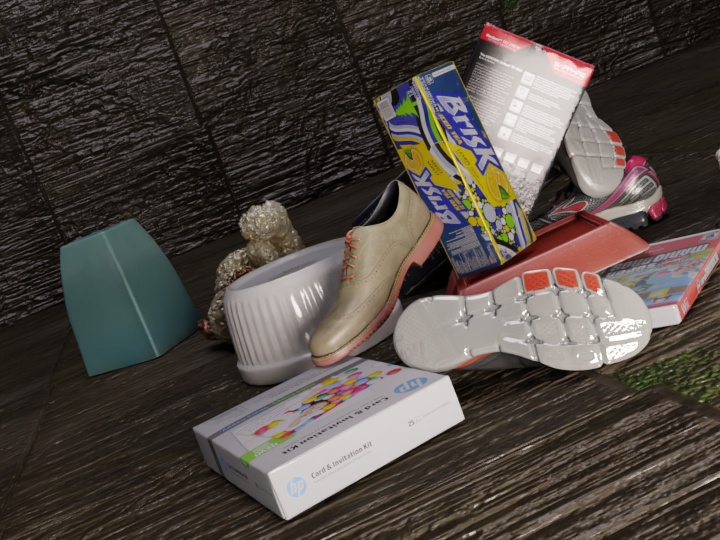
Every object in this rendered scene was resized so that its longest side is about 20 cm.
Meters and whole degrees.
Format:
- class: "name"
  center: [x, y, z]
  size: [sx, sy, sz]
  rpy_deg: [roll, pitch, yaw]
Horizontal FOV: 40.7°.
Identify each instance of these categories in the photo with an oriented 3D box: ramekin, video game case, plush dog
- class: "ramekin"
  center: [-0.059, 0.039, 1.096]
  size: [0.200, 0.105, 0.200]
  rpy_deg: [-20, 10, 3]
- class: "video game case"
  center: [0.238, 0.013, 0.861]
  size: [0.143, 0.018, 0.200]
  rpy_deg: [-14, 12, 36]
- class: "plush dog"
  center: [-0.141, 0.032, 1.316]
  size: [0.172, 0.160, 0.200]
  rpy_deg: [-47, -5, -37]

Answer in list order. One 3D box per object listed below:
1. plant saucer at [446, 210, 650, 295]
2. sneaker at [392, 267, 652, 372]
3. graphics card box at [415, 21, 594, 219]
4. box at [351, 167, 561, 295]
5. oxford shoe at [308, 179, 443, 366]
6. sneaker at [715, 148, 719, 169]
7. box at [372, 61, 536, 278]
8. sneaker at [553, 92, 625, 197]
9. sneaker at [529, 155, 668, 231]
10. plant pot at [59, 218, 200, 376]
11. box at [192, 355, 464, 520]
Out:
- class: "plant saucer"
  center: [0.175, -0.008, 0.991]
  size: [0.199, 0.037, 0.200]
  rpy_deg: [-25, 7, 6]
- class: "sneaker"
  center: [0.130, 0.044, 0.769]
  size: [0.199, 0.077, 0.082]
  rpy_deg: [-3, -11, 22]
- class: "graphics card box"
  center: [0.149, -0.143, 1.026]
  size: [0.125, 0.201, 0.051]
  rpy_deg: [22, 8, 0]
- class: "box"
  center: [0.129, -0.098, 1.211]
  size: [0.198, 0.123, 0.200]
  rpy_deg: [-42, -6, 41]
- class: "oxford shoe"
  center: [0.000, 0.000, 0.906]
  size: [0.070, 0.075, 0.200]
  rpy_deg: [-10, 39, 49]
- class: "sneaker"
  center: [0.367, -0.089, 0.911]
  size: [0.076, 0.081, 0.200]
  rpy_deg: [-40, -5, 29]
- class: "box"
  center: [0.094, -0.100, 0.966]
  size: [0.064, 0.201, 0.070]
  rpy_deg: [-20, 8, 46]
- class: "sneaker"
  center: [0.239, -0.140, 1.109]
  size: [0.077, 0.082, 0.200]
  rpy_deg: [13, 42, -19]
- class: "sneaker"
  center: [0.254, -0.074, 1.141]
  size: [0.199, 0.075, 0.081]
  rpy_deg: [-18, 10, 24]
- class: "plant pot"
  center: [-0.366, 0.033, 1.496]
  size: [0.141, 0.201, 0.141]
  rpy_deg: [-16, 11, 24]
- class: "box"
  center: [-0.034, 0.123, 0.774]
  size: [0.156, 0.041, 0.200]
  rpy_deg: [-25, 11, -22]
